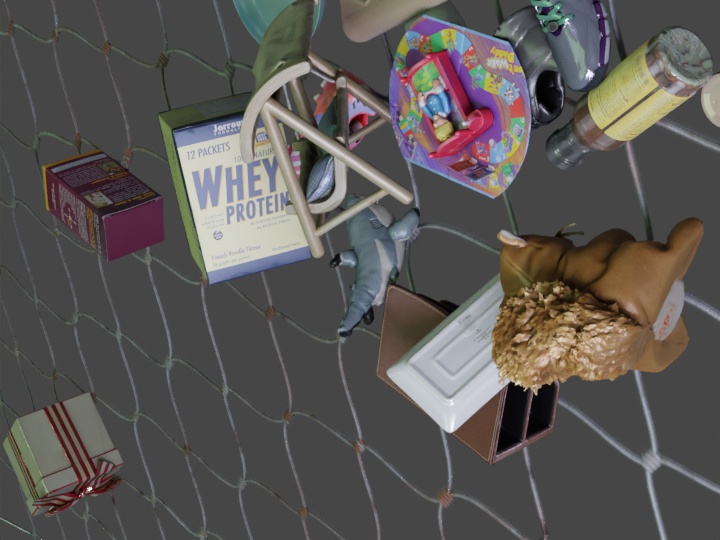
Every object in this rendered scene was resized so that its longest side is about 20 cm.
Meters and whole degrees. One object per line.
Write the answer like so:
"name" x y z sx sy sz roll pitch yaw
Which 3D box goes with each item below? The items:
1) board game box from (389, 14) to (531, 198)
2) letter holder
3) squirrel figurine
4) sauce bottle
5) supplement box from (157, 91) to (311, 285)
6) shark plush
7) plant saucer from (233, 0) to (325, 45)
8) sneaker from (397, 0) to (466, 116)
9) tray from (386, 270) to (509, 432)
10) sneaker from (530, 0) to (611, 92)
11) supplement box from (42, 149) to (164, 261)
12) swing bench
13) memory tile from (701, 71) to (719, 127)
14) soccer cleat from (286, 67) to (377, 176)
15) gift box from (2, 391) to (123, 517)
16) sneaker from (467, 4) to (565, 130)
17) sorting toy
"board game box" 0.083 -0.163 1.313 0.200 0.039 0.159 28 123 41
"letter holder" 0.122 0.095 1.488 0.200 0.100 0.143 35 132 40
"squirrel figurine" 0.198 0.025 1.246 0.186 0.200 0.142 21 133 33
"sauce bottle" 0.239 -0.152 1.212 0.065 0.065 0.200 63 147 7
"supplement box" -0.165 -0.111 1.682 0.200 0.134 0.201 -139 36 -71
"shark plush" 0.000 0.000 1.545 0.083 0.201 0.091 22 153 -8
"plant saucer" -0.101 -0.364 1.606 0.200 0.027 0.201 31 132 43
"sneaker" 0.077 -0.205 1.400 0.070 0.080 0.201 -5 103 57
"tray" 0.130 0.070 1.380 0.107 0.200 0.022 41 165 35
"sneaker" 0.166 -0.259 1.199 0.074 0.087 0.201 -22 76 55
"supplement box" -0.414 -0.108 2.115 0.200 0.110 0.086 35 135 39
"swing bench" -0.050 -0.161 1.417 0.129 0.199 0.200 -31 115 19
"memory tile" 0.375 -0.121 1.083 0.200 0.017 0.154 -25 88 57
"soccer cleat" -0.035 -0.161 1.599 0.076 0.067 0.200 44 143 10
"gift box" -0.580 0.365 2.551 0.187 0.184 0.200 63 152 11
"sneaker" 0.155 -0.166 1.321 0.091 0.076 0.200 45 143 21
"sorting toy" 0.030 -0.361 1.391 0.185 0.036 0.201 -13 85 56
